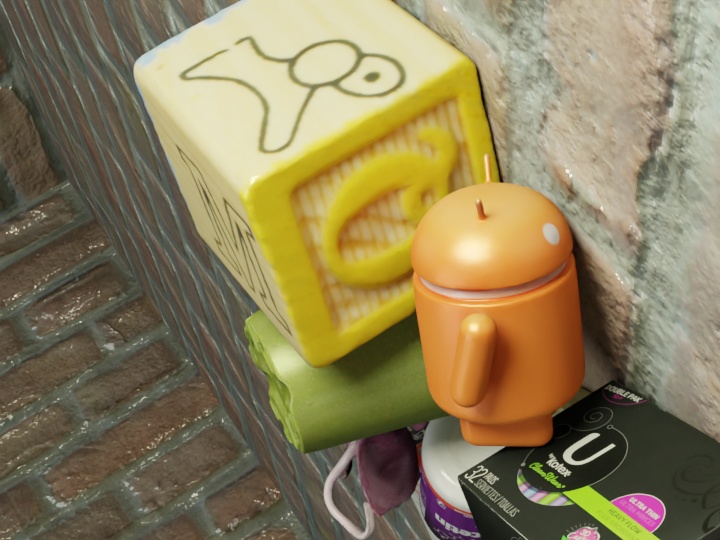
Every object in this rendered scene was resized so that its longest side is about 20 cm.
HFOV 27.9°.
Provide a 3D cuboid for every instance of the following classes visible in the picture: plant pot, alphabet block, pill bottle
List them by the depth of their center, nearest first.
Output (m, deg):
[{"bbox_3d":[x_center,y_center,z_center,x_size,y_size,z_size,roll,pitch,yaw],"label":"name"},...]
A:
[{"bbox_3d":[-0.027,-0.085,1.095,0.200,0.195,0.197,47,164,44],"label":"alphabet block"},{"bbox_3d":[0.010,0.061,1.213,0.200,0.189,0.201,158,90,-80],"label":"plant pot"},{"bbox_3d":[0.111,0.199,1.362,0.113,0.112,0.200,53,166,23],"label":"pill bottle"}]

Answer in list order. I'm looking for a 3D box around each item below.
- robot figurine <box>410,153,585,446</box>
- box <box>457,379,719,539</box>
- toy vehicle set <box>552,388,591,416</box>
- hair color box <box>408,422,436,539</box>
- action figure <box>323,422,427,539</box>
[{"bbox_3d":[0.096,0.027,1.008,0.116,0.143,0.201,23,130,49],"label":"robot figurine"},{"bbox_3d":[0.187,0.190,0.994,0.200,0.148,0.125,32,148,62],"label":"box"},{"bbox_3d":[0.203,0.183,1.181,0.201,0.026,0.124,65,166,-20],"label":"toy vehicle set"},{"bbox_3d":[0.095,0.245,1.628,0.101,0.061,0.201,34,153,60],"label":"hair color box"},{"bbox_3d":[0.005,0.134,1.400,0.134,0.149,0.201,33,148,30],"label":"action figure"}]
